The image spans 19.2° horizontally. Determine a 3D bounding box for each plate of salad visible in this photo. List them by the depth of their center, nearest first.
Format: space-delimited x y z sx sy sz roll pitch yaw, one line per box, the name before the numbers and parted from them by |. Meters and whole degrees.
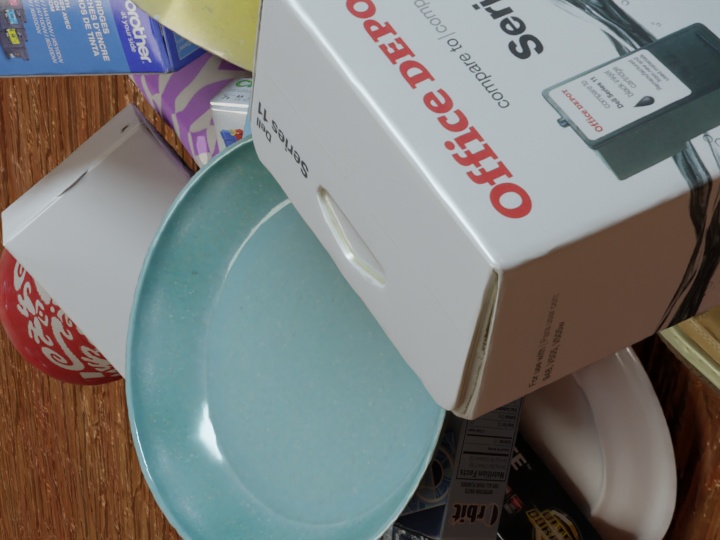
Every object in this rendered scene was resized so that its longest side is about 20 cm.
plate of salad | 0.079 0.052 1.018 0.200 0.048 0.201 35 143 32

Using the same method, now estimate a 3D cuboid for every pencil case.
pencil case | -0.082 -0.098 1.197 0.200 0.084 0.086 51 136 34

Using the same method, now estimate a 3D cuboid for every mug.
mug | -0.128 0.009 1.405 0.200 0.177 0.134 -13 64 63

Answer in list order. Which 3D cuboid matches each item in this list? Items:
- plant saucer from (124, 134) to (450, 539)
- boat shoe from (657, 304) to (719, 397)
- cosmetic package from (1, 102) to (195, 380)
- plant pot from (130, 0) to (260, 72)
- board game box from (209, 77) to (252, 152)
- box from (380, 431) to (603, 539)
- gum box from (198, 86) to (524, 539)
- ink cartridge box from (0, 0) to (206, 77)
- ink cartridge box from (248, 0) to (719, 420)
plant saucer | -0.025 0.037 0.938 0.199 0.036 0.201 -6 81 42
boat shoe | 0.136 -0.022 0.809 0.200 0.071 0.076 52 142 32
cosmetic package | -0.104 0.015 1.227 0.200 0.108 0.085 51 -179 -16
plant pot | 0.006 -0.168 0.829 0.200 0.199 0.142 46 126 41
board game box | 0.000 0.000 1.095 0.126 0.035 0.201 7 124 26
box | 0.045 0.150 1.066 0.159 0.046 0.200 52 149 8
gum box | 0.007 0.005 0.968 0.170 0.044 0.201 12 92 42
ink cartridge box | -0.119 -0.157 1.098 0.199 0.136 0.077 4 119 33
ink cartridge box | 0.081 -0.059 0.712 0.147 0.199 0.083 53 154 29
